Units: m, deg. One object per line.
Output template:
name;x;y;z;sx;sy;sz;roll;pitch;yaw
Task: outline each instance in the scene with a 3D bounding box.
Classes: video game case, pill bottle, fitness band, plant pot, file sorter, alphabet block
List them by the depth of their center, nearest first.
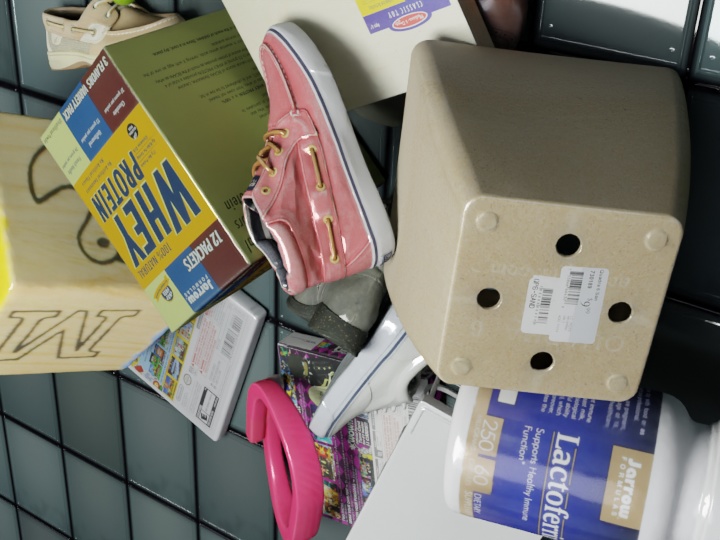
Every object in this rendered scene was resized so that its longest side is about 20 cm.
plant pot;0.121;-0.023;0.690;0.196;0.178;0.203;7;120;-1
pill bottle;0.164;0.134;0.701;0.197;0.116;0.118;11;119;16
file sorter;0.085;0.191;0.879;0.137;0.125;0.202;27;119;4
alphabet block;-0.303;-0.019;1.001;0.196;0.198;0.198;-39;61;40
video game case;0.005;0.173;1.015;0.179;0.036;0.203;9;116;33
fitness band;-0.077;0.194;1.024;0.201;0.037;0.145;99;149;-52
video game case;-0.200;0.069;1.125;0.181;0.023;0.202;36;129;17

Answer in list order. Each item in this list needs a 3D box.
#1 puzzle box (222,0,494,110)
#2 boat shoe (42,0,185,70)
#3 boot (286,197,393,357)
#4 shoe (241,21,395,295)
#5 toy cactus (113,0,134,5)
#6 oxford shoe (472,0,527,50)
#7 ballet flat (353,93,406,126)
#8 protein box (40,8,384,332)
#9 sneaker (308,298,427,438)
puzzle box;-0.007;-0.193;0.766;0.198;0.025;0.134;-10;118;38
boat shoe;-0.244;-0.237;0.978;0.198;0.072;0.066;5;116;41
boot;0.000;0.000;0.905;0.067;0.200;0.132;31;88;-13
shoe;-0.053;-0.085;0.750;0.203;0.090;0.071;67;161;6
toy cactus;-0.267;-0.336;0.938;0.164;0.102;0.202;-8;113;50
oxford shoe;0.035;-0.213;0.782;0.197;0.071;0.074;18;123;28
ballet flat;-0.038;-0.192;0.850;0.200;0.064;0.067;48;131;7
protein box;-0.124;-0.096;0.871;0.134;0.198;0.201;-35;90;43
sneaker;0.015;0.103;0.906;0.070;0.073;0.201;33;135;-3
